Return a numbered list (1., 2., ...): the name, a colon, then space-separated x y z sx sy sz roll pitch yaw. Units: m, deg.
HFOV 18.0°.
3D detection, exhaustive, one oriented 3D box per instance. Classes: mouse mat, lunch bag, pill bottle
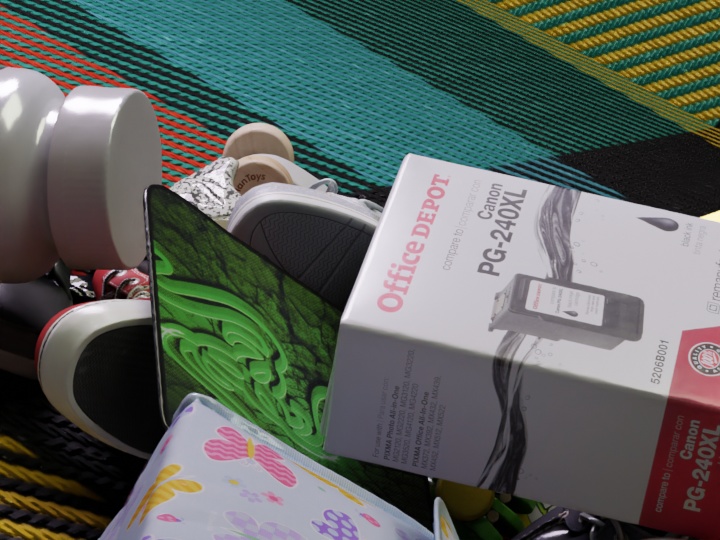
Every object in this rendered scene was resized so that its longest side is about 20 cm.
1. mouse mat: -0.030 0.058 1.088 0.200 0.008 0.161 34 33 -38
2. lunch bag: -0.013 0.158 0.908 0.200 0.127 0.170 32 16 -8
3. pill bottle: -0.209 -0.049 1.151 0.200 0.110 0.110 3 11 12

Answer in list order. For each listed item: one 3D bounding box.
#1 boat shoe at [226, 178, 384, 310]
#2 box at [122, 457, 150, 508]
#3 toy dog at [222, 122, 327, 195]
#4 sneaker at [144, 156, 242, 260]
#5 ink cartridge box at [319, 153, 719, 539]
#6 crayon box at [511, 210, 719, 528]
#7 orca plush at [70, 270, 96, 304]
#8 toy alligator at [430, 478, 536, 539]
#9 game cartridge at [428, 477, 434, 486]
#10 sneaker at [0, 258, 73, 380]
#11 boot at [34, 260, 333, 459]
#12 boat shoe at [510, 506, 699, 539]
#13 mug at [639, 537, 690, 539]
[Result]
1. boat shoe: 0.001 -0.001 1.219 0.202 0.074 0.065 20 23 -40
2. box: -0.043 0.121 1.132 0.137 0.039 0.200 25 15 -2
3. toy dog: -0.036 -0.005 1.521 0.200 0.096 0.132 45 16 10
4. sneaker: -0.039 0.010 1.258 0.200 0.089 0.077 46 -22 6
5. ink cartridge box: 0.094 0.034 1.083 0.200 0.083 0.145 13 39 7
6. crayon box: 0.159 0.079 1.250 0.058 0.172 0.200 60 13 -48
7. orca plush: -0.150 -0.014 1.337 0.071 0.105 0.200 -26 73 -24
8. toy alligator: 0.081 0.086 1.206 0.054 0.200 0.059 28 -21 -1
9. game cartridge: 0.058 0.069 1.349 0.133 0.041 0.200 26 40 9
10. sneaker: -0.183 -0.020 1.237 0.075 0.106 0.200 22 16 -18
11. boot: -0.116 0.032 1.128 0.144 0.073 0.200 31 10 35
12. boat shoe: 0.133 0.122 1.146 0.073 0.200 0.063 59 -2 39
13. mug: 0.192 0.220 1.107 0.133 0.178 0.200 -16 -14 30
